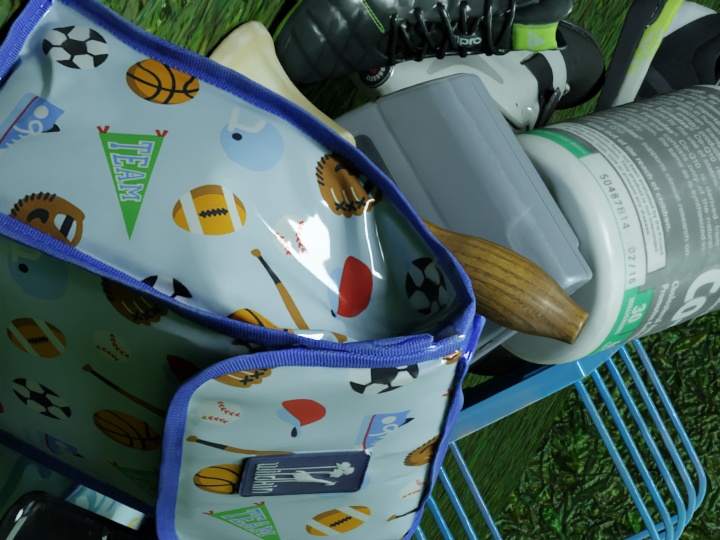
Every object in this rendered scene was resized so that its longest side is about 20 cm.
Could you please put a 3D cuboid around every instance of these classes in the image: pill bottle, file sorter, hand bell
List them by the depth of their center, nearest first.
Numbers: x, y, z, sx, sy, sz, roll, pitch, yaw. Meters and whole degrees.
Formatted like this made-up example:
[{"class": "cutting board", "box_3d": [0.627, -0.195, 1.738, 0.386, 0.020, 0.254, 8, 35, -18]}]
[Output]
[{"class": "hand bell", "box_3d": [0.012, -0.020, 1.204, 0.104, 0.200, 0.104, -57, 169, -17]}, {"class": "pill bottle", "box_3d": [0.150, -0.030, 1.325, 0.200, 0.113, 0.113, -17, 141, -39]}, {"class": "file sorter", "box_3d": [0.098, 0.114, 1.427, 0.138, 0.123, 0.200, -26, 179, 16]}]

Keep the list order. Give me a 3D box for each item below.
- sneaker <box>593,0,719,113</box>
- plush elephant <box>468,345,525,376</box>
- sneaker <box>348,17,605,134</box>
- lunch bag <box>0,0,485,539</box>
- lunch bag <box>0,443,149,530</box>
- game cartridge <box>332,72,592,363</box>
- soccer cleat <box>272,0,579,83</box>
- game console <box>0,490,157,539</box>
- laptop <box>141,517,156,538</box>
[{"class": "sneaker", "box_3d": [0.164, -0.063, 1.432, 0.072, 0.082, 0.201, 77, 31, -69]}, {"class": "plush elephant", "box_3d": [0.033, -0.012, 1.447, 0.155, 0.164, 0.200, -57, 175, -39]}, {"class": "sneaker", "box_3d": [0.065, -0.087, 1.380, 0.200, 0.089, 0.074, 3, 147, -48]}, {"class": "lunch bag", "box_3d": [-0.057, 0.019, 0.971, 0.124, 0.199, 0.170, -60, 171, -29]}, {"class": "lunch bag", "box_3d": [-0.118, 0.067, 1.140, 0.200, 0.082, 0.161, -55, 167, -28]}, {"class": "game cartridge", "box_3d": [0.000, 0.000, 1.268, 0.200, 0.133, 0.041, -36, 164, 26]}, {"class": "soccer cleat", "box_3d": [0.052, -0.132, 1.272, 0.199, 0.081, 0.068, -26, 153, -17]}, {"class": "game console", "box_3d": [-0.172, 0.162, 1.030, 0.200, 0.175, 0.117, 43, 43, -69]}, {"class": "laptop", "box_3d": [-0.112, 0.173, 1.299, 0.177, 0.103, 0.200, 29, 107, -39]}]
